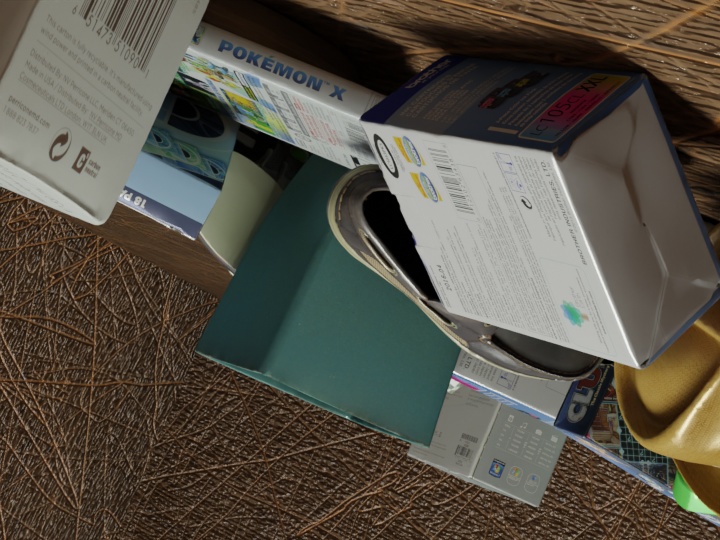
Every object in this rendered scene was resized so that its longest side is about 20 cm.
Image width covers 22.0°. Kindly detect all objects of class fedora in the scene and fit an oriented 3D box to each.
[{"bbox_3d":[0.201,0.054,1.047,0.081,0.202,0.200,1,-176,-25],"label":"fedora"}]

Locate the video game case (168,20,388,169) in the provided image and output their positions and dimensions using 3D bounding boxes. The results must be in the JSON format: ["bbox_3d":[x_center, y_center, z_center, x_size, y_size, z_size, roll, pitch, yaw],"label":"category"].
[{"bbox_3d":[-0.057,-0.111,1.166,0.182,0.022,0.200,23,175,7],"label":"video game case"}]

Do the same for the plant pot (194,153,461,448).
[{"bbox_3d":[0.000,0.000,1.326,0.141,0.201,0.141,25,174,-24],"label":"plant pot"}]

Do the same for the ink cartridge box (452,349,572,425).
[{"bbox_3d":[0.172,0.053,1.370,0.199,0.137,0.076,24,177,-7],"label":"ink cartridge box"}]

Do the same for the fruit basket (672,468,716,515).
[{"bbox_3d":[0.316,0.112,1.211,0.215,0.156,0.216,14,144,11],"label":"fruit basket"}]

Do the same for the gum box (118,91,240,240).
[{"bbox_3d":[-0.168,-0.113,1.267,0.169,0.045,0.200,28,-157,-9],"label":"gum box"}]

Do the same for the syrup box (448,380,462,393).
[{"bbox_3d":[0.032,0.007,1.560,0.200,0.079,0.082,39,-157,-23],"label":"syrup box"}]

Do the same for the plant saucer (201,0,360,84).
[{"bbox_3d":[-0.083,-0.146,1.187,0.199,0.030,0.200,23,173,3],"label":"plant saucer"}]

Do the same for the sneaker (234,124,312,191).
[{"bbox_3d":[-0.054,-0.068,1.459,0.200,0.075,0.115,35,155,-15],"label":"sneaker"}]

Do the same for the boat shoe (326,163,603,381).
[{"bbox_3d":[0.066,0.009,1.129,0.200,0.075,0.073,31,-177,-7],"label":"boat shoe"}]

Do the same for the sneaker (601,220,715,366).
[{"bbox_3d":[0.146,0.001,1.233,0.200,0.107,0.075,17,172,44],"label":"sneaker"}]

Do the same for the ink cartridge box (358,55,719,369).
[{"bbox_3d":[0.085,-0.039,0.999,0.200,0.076,0.137,14,135,53],"label":"ink cartridge box"}]

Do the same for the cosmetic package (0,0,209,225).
[{"bbox_3d":[-0.219,-0.149,1.010,0.199,0.166,0.165,21,173,21],"label":"cosmetic package"}]

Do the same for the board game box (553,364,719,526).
[{"bbox_3d":[0.234,0.090,1.306,0.200,0.136,0.035,32,170,-37],"label":"board game box"}]

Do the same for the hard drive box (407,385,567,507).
[{"bbox_3d":[0.137,0.100,1.686,0.077,0.201,0.156,25,175,-20],"label":"hard drive box"}]

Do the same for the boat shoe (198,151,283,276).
[{"bbox_3d":[-0.070,-0.017,1.404,0.200,0.071,0.063,44,170,-20],"label":"boat shoe"}]
